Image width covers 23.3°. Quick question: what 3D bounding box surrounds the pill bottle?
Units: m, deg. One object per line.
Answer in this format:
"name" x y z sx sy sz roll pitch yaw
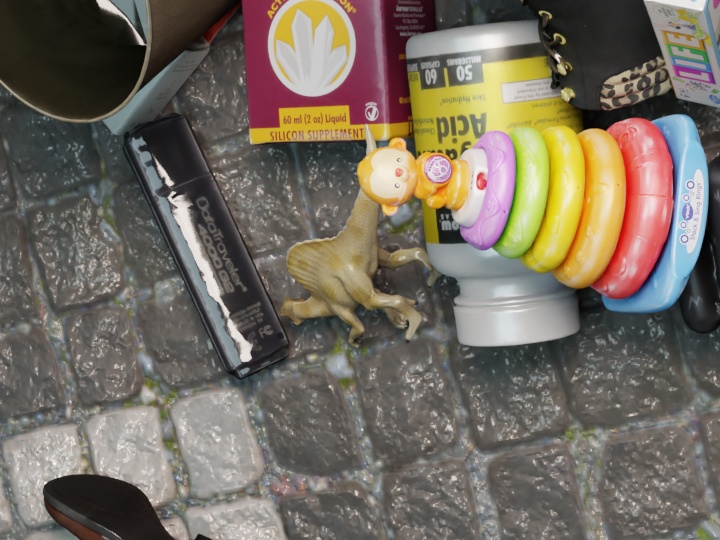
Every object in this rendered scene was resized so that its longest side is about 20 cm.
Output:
"pill bottle" 0.093 -0.057 1.127 0.110 0.111 0.202 -4 96 27

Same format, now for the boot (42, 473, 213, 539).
"boot" -0.185 0.275 1.359 0.187 0.068 0.202 23 115 14

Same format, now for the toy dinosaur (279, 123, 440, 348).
"toy dinosaur" 0.000 0.000 1.182 0.100 0.059 0.201 25 138 -4

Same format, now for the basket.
"basket" -0.156 -0.201 1.135 0.135 0.200 0.182 -27 94 27

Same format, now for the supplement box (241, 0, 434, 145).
"supplement box" -0.016 -0.188 1.176 0.109 0.085 0.203 0 97 27

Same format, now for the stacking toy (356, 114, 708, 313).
"stacking toy" 0.094 -0.045 1.022 0.198 0.110 0.118 9 85 -14

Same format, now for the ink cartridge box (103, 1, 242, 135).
"ink cartridge box" -0.180 -0.231 1.279 0.200 0.043 0.174 49 117 12

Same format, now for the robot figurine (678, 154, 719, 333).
"robot figurine" 0.269 -0.012 1.027 0.150 0.124 0.202 -161 56 -67

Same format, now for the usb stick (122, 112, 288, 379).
"usb stick" -0.113 -0.020 1.274 0.202 0.055 0.033 65 161 5

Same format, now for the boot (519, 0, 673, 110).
"boot" 0.101 -0.155 1.011 0.201 0.074 0.155 -15 132 -2

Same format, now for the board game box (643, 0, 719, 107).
"board game box" 0.215 -0.211 0.987 0.034 0.134 0.202 15 77 22
